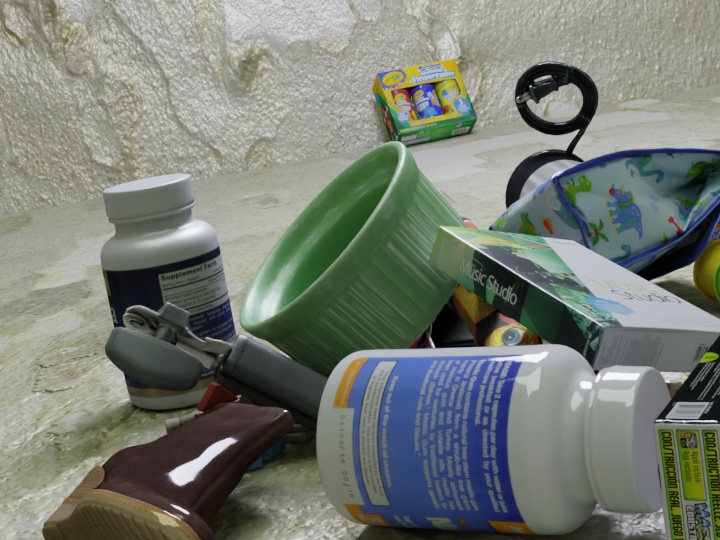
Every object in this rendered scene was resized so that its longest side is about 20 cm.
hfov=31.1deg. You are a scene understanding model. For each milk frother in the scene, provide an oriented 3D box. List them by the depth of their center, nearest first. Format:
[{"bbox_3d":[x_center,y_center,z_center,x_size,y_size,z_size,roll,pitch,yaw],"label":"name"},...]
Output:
[{"bbox_3d":[0.235,-0.124,1.488,0.180,0.200,0.188,-39,10,5],"label":"milk frother"}]

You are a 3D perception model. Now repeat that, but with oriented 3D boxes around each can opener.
[{"bbox_3d":[-0.095,0.086,0.972,0.199,0.067,0.053,28,-27,-8],"label":"can opener"}]

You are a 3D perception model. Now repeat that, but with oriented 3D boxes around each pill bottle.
[{"bbox_3d":[0.082,0.102,0.783,0.198,0.113,0.112,-3,13,31],"label":"pill bottle"},{"bbox_3d":[-0.179,0.017,1.200,0.110,0.202,0.111,-9,11,2],"label":"pill bottle"}]

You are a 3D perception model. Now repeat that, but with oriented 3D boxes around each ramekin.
[{"bbox_3d":[0.000,0.000,1.076,0.200,0.098,0.200,-44,18,17],"label":"ramekin"}]

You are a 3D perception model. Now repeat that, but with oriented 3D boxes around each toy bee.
[{"bbox_3d":[0.114,0.041,1.078,0.108,0.132,0.200,-38,31,-14],"label":"toy bee"}]

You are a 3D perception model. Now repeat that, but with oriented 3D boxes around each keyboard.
[{"bbox_3d":[0.053,0.056,1.279,0.198,0.040,0.104,-3,36,26],"label":"keyboard"}]

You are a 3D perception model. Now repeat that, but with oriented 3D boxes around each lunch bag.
[{"bbox_3d":[0.251,-0.047,1.245,0.199,0.128,0.170,-23,-6,-22],"label":"lunch bag"}]

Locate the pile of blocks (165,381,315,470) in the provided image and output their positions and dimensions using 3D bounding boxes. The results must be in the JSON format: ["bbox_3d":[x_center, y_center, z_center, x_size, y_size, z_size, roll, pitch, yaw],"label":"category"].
[{"bbox_3d":[-0.086,0.109,1.022,0.081,0.063,0.200,-5,13,24],"label":"pile of blocks"}]

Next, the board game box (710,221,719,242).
[{"bbox_3d":[0.444,-0.062,1.449,0.199,0.045,0.152,0,15,40],"label":"board game box"}]

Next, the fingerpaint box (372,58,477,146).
[{"bbox_3d":[0.148,-0.386,2.986,0.198,0.168,0.073,-12,-22,-15],"label":"fingerpaint box"}]

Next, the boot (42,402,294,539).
[{"bbox_3d":[-0.106,0.132,0.841,0.166,0.073,0.199,-33,14,-33],"label":"boot"}]

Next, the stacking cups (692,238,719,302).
[{"bbox_3d":[0.357,0.020,1.103,0.060,0.061,0.200,-12,15,-11],"label":"stacking cups"}]

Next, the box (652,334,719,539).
[{"bbox_3d":[0.205,0.098,0.697,0.034,0.111,0.200,-3,14,29],"label":"box"}]

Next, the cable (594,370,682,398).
[{"bbox_3d":[0.134,0.097,0.868,0.198,0.051,0.097,0,24,0],"label":"cable"}]

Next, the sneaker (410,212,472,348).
[{"bbox_3d":[0.056,0.023,1.206,0.200,0.072,0.112,-43,23,-17],"label":"sneaker"}]

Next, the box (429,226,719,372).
[{"bbox_3d":[0.162,0.020,0.952,0.143,0.037,0.200,5,17,-34],"label":"box"}]
